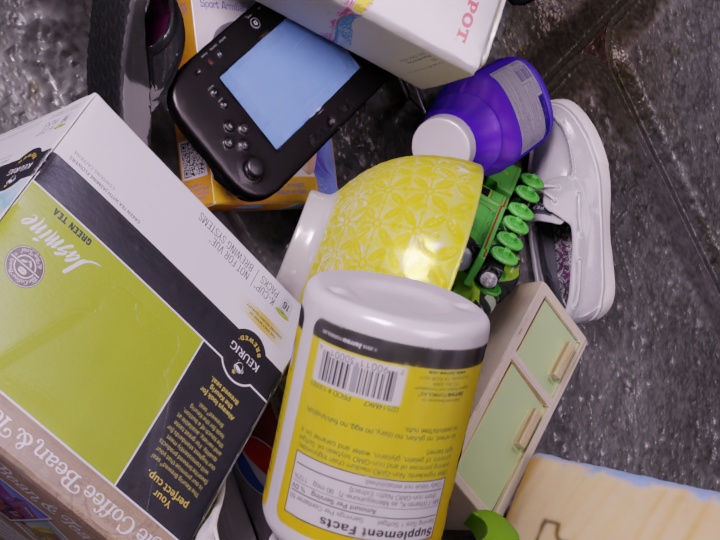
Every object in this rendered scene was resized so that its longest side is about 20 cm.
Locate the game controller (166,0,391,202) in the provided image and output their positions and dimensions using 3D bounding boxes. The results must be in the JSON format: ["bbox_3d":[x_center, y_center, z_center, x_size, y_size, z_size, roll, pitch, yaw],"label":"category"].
[{"bbox_3d":[-0.052,-0.136,0.912,0.200,0.042,0.105,-50,116,-38],"label":"game controller"}]

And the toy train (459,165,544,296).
[{"bbox_3d":[0.107,-0.040,1.046,0.056,0.042,0.200,28,29,2],"label":"toy train"}]

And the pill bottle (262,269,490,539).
[{"bbox_3d":[0.003,0.110,0.786,0.114,0.114,0.201,0,108,-43],"label":"pill bottle"}]

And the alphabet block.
[{"bbox_3d":[0.202,0.288,0.992,0.200,0.196,0.196,-60,143,-32],"label":"alphabet block"}]

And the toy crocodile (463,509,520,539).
[{"bbox_3d":[0.039,0.246,0.901,0.200,0.068,0.062,-40,74,-20],"label":"toy crocodile"}]

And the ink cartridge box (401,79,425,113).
[{"bbox_3d":[0.018,-0.224,1.011,0.039,0.099,0.201,-25,106,1],"label":"ink cartridge box"}]

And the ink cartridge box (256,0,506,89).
[{"bbox_3d":[0.006,-0.234,0.896,0.199,0.087,0.146,23,79,-23],"label":"ink cartridge box"}]

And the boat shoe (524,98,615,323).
[{"bbox_3d":[0.174,-0.050,1.153,0.068,0.072,0.201,-10,99,-45],"label":"boat shoe"}]

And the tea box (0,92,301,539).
[{"bbox_3d":[-0.168,0.046,0.758,0.200,0.133,0.197,48,53,-27],"label":"tea box"}]

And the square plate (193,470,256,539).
[{"bbox_3d":[-0.069,0.226,0.814,0.028,0.200,0.199,-16,97,-3],"label":"square plate"}]

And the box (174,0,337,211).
[{"bbox_3d":[-0.081,-0.144,0.940,0.119,0.041,0.201,-5,88,-44],"label":"box"}]

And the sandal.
[{"bbox_3d":[-0.145,-0.129,0.846,0.048,0.075,0.201,-1,97,-34],"label":"sandal"}]

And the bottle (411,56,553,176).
[{"bbox_3d":[0.098,-0.118,1.051,0.084,0.065,0.200,66,29,-8],"label":"bottle"}]

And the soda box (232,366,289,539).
[{"bbox_3d":[-0.036,0.147,0.890,0.063,0.070,0.201,-37,118,-41],"label":"soda box"}]

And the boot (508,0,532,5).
[{"bbox_3d":[0.105,-0.291,1.104,0.168,0.076,0.200,47,39,-24],"label":"boot"}]

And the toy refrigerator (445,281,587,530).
[{"bbox_3d":[0.109,0.107,1.055,0.076,0.070,0.200,51,52,-24],"label":"toy refrigerator"}]

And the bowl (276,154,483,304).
[{"bbox_3d":[0.000,0.000,0.919,0.107,0.200,0.201,21,65,-4],"label":"bowl"}]

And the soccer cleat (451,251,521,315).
[{"bbox_3d":[0.075,0.024,1.046,0.067,0.081,0.200,39,32,1],"label":"soccer cleat"}]
